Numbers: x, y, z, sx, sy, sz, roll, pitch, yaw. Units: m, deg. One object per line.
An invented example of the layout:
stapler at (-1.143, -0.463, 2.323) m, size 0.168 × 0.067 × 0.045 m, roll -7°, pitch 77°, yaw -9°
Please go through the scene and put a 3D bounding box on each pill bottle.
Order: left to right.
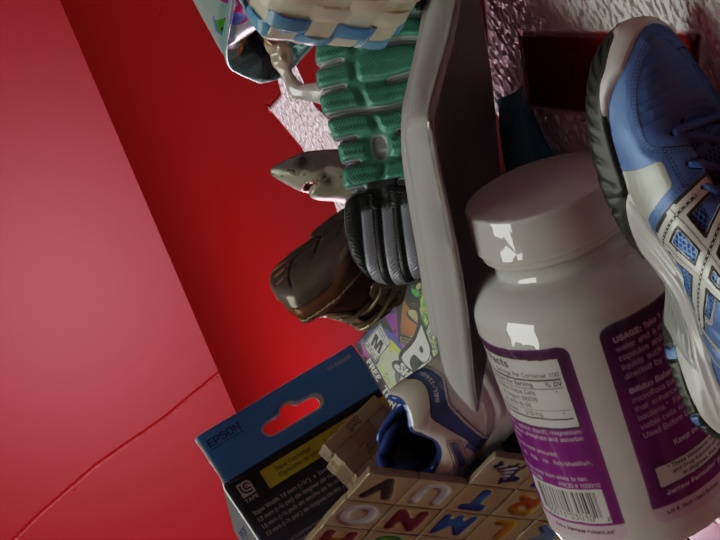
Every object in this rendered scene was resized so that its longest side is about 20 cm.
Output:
pill bottle at (0.126, 0.043, 0.925) m, size 0.200 × 0.112 × 0.112 m, roll 69°, pitch 167°, yaw -20°

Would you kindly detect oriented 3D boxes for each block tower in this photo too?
block tower at (0.061, 0.180, 1.223) m, size 0.200 × 0.058 × 0.054 m, roll 45°, pitch 164°, yaw 6°

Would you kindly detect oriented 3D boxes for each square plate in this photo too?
square plate at (0.053, -0.057, 0.971) m, size 0.198 × 0.028 × 0.200 m, roll -78°, pitch -18°, yaw -50°

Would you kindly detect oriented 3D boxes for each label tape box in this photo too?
label tape box at (-0.013, 0.178, 1.275) m, size 0.200 × 0.143 × 0.066 m, roll 56°, pitch 161°, yaw 12°

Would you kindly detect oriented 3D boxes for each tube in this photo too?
tube at (0.115, -0.010, 1.026) m, size 0.077 × 0.050 × 0.200 m, roll 167°, pitch 86°, yaw -79°

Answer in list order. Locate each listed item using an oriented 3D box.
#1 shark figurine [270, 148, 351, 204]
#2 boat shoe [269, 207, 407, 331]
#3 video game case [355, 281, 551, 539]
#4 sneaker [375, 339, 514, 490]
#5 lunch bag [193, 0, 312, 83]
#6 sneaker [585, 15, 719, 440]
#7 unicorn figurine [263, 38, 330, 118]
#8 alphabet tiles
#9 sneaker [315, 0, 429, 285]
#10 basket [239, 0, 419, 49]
shark figurine at (0.034, -0.052, 1.288) m, size 0.215 × 0.128 × 0.090 m, roll 52°, pitch -151°, yaw -52°
boat shoe at (0.000, 0.000, 1.109) m, size 0.072 × 0.076 × 0.200 m, roll 56°, pitch -160°, yaw -5°
video game case at (0.092, 0.080, 1.144) m, size 0.200 × 0.036 × 0.181 m, roll 61°, pitch 138°, yaw 21°
sneaker at (0.046, 0.110, 1.077) m, size 0.075 × 0.088 × 0.200 m, roll 56°, pitch 158°, yaw 32°
lunch bag at (-0.083, -0.248, 1.224) m, size 0.170 × 0.122 × 0.200 m, roll 60°, pitch 162°, yaw 19°
sneaker at (0.164, -0.022, 0.763) m, size 0.077 × 0.076 × 0.200 m, roll -15°, pitch 101°, yaw 55°
unicorn figurine at (0.006, -0.132, 1.123) m, size 0.137 × 0.074 × 0.200 m, roll 48°, pitch 151°, yaw 17°
alphabet tiles at (0.073, 0.159, 1.078) m, size 0.167 × 0.200 × 0.008 m, roll -53°, pitch 37°, yaw 45°
sneaker at (0.020, -0.088, 1.053) m, size 0.088 × 0.074 × 0.200 m, roll 18°, pitch -110°, yaw -72°
basket at (-0.010, -0.230, 0.933) m, size 0.176 × 0.139 × 0.200 m, roll 56°, pitch 130°, yaw 40°
